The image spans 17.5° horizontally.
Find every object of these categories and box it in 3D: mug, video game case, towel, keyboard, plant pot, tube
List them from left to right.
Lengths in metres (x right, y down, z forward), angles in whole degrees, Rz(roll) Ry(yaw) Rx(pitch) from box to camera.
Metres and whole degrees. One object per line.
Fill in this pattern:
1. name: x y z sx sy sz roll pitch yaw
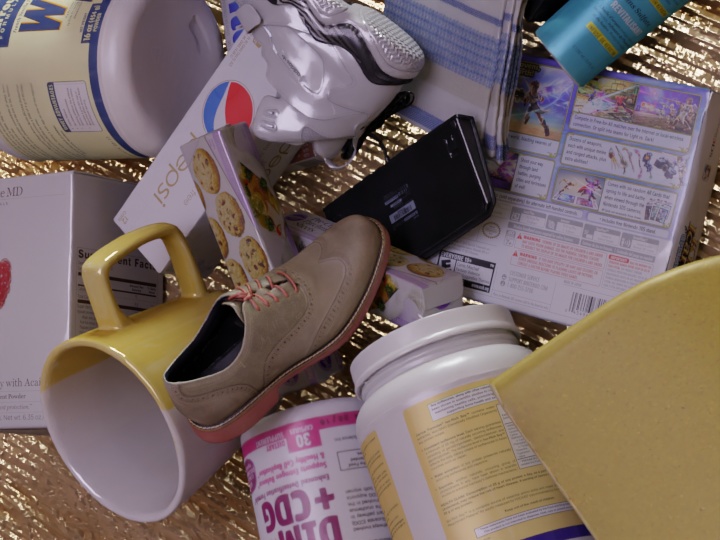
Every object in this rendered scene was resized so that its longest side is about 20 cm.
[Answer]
1. mug: -0.133 0.075 1.753 0.149 0.153 0.187 35 134 25
2. keyboard: 0.029 -0.067 1.717 0.200 0.021 0.128 -32 74 54
3. towel: 0.069 -0.189 1.668 0.147 0.024 0.201 30 120 46
4. video game case: 0.152 -0.054 1.668 0.199 0.045 0.182 15 93 35
5. tube: 0.211 -0.210 1.614 0.200 0.077 0.050 -41 34 9
6. plant pot: 0.242 0.098 1.514 0.200 0.195 0.195 -41 64 13

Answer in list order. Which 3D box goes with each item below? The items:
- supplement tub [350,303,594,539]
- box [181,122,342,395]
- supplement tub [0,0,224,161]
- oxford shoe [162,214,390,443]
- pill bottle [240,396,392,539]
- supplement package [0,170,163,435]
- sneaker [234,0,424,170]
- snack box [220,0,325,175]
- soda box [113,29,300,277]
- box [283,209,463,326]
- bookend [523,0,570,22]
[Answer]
1. supplement tub: 0.081 0.140 1.633 0.145 0.145 0.201 -29 69 27
2. box: -0.073 -0.009 1.731 0.041 0.039 0.201 -19 93 33
3. supplement tub: -0.224 -0.160 1.868 0.199 0.145 0.146 0 85 33
4. oxford shoe: -0.057 0.030 1.651 0.070 0.075 0.200 30 75 41
5. pill bottle: -0.015 0.202 1.707 0.113 0.113 0.201 -21 73 30
6. supplement package: -0.239 0.030 1.871 0.121 0.120 0.201 -4 82 34
7. sneaker: -0.060 -0.162 1.692 0.200 0.075 0.115 34 107 10
8. snack box: -0.070 -0.175 1.841 0.072 0.024 0.201 -15 76 32
9. soda box: -0.102 -0.091 1.801 0.068 0.064 0.200 46 111 27
10. box: 0.000 0.000 1.728 0.200 0.041 0.039 24 122 50
11. bookend: 0.143 -0.315 1.642 0.200 0.092 0.199 55 133 25
